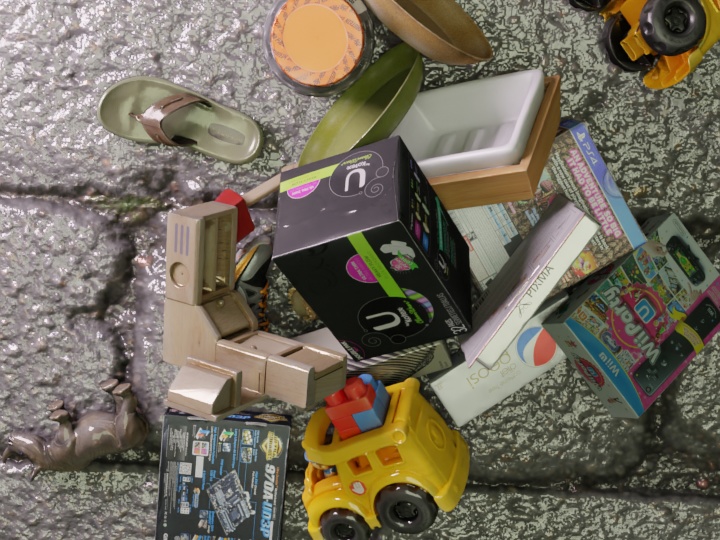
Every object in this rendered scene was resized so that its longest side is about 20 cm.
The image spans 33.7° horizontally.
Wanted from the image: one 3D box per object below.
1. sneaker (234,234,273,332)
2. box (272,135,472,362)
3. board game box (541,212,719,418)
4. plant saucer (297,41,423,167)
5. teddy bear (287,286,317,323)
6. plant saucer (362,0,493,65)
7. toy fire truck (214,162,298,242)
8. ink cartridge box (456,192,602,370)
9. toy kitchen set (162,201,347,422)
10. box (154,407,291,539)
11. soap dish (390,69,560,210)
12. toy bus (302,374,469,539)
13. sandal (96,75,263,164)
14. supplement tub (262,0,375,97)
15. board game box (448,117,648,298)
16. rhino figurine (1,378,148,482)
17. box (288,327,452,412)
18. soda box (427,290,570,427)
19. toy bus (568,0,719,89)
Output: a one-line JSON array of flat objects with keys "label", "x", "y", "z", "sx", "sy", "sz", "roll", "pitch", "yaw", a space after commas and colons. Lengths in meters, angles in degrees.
[{"label": "sneaker", "x": -0.141, "y": 0.051, "z": 1.434, "sx": 0.077, "sy": 0.078, "sz": 0.201, "roll": 22, "pitch": 110, "yaw": -3}, {"label": "box", "x": 0.017, "y": -0.019, "z": 1.272, "sx": 0.148, "sy": 0.125, "sz": 0.200, "roll": -16, "pitch": 138, "yaw": 21}, {"label": "board game box", "x": 0.333, "y": 0.053, "z": 1.401, "sx": 0.200, "sy": 0.064, "sz": 0.148, "roll": -42, "pitch": 99, "yaw": -17}, {"label": "plant saucer", "x": 0.005, "y": -0.172, "z": 1.333, "sx": 0.031, "sy": 0.200, "sz": 0.200, "roll": 40, "pitch": 98, "yaw": -19}, {"label": "teddy bear", "x": 0.000, "y": 0.000, "z": 1.435, "sx": 0.199, "sy": 0.067, "sz": 0.146, "roll": -26, "pitch": 94, "yaw": 12}, {"label": "plant saucer", "x": 0.060, "y": -0.288, "z": 1.316, "sx": 0.200, "sy": 0.200, "sz": 0.035, "roll": 38, "pitch": 114, "yaw": -7}, {"label": "toy fire truck", "x": -0.066, "y": -0.093, "z": 1.394, "sx": 0.200, "sy": 0.141, "sz": 0.049, "roll": -43, "pitch": 134, "yaw": -26}, {"label": "ink cartridge box", "x": 0.181, "y": 0.018, "z": 1.276, "sx": 0.045, "sy": 0.176, "sz": 0.200, "roll": 35, "pitch": 99, "yaw": -6}, {"label": "toy kitchen set", "x": -0.136, "y": 0.045, "z": 1.269, "sx": 0.199, "sy": 0.163, "sz": 0.182, "roll": 14, "pitch": 109, "yaw": 29}, {"label": "box", "x": -0.172, "y": 0.275, "z": 1.485, "sx": 0.158, "sy": 0.046, "sz": 0.202, "roll": 5, "pitch": 100, "yaw": -1}, {"label": "soap dish", "x": 0.121, "y": -0.138, "z": 1.330, "sx": 0.199, "sy": 0.158, "sz": 0.081, "roll": -6, "pitch": 133, "yaw": 33}, {"label": "toy bus", "x": 0.000, "y": 0.208, "z": 1.388, "sx": 0.199, "sy": 0.136, "sz": 0.193, "roll": -22, "pitch": 116, "yaw": 25}, {"label": "sandal", "x": -0.211, "y": -0.178, "z": 1.399, "sx": 0.200, "sy": 0.057, "sz": 0.080, "roll": 13, "pitch": 100, "yaw": -2}, {"label": "supplement tub", "x": -0.044, "y": -0.255, "z": 1.314, "sx": 0.122, "sy": 0.200, "sz": 0.123, "roll": 0, "pitch": 100, "yaw": -1}, {"label": "board game box", "x": 0.205, "y": -0.059, "z": 1.401, "sx": 0.199, "sy": 0.097, "sz": 0.160, "roll": -29, "pitch": 99, "yaw": 5}, {"label": "rhino figurine", "x": -0.353, "y": 0.205, "z": 1.466, "sx": 0.199, "sy": 0.060, "sz": 0.088, "roll": -21, "pitch": 110, "yaw": 7}, {"label": "box", "x": 0.003, "y": 0.101, "z": 1.422, "sx": 0.199, "sy": 0.082, "sz": 0.069, "roll": -19, "pitch": 61, "yaw": 8}, {"label": "soda box", "x": 0.182, "y": 0.103, "z": 1.447, "sx": 0.199, "sy": 0.064, "sz": 0.068, "roll": -34, "pitch": 99, "yaw": 5}, {"label": "toy bus", "x": 0.349, "y": -0.338, "z": 1.344, "sx": 0.192, "sy": 0.136, "sz": 0.200, "roll": -40, "pitch": 95, "yaw": -7}]
